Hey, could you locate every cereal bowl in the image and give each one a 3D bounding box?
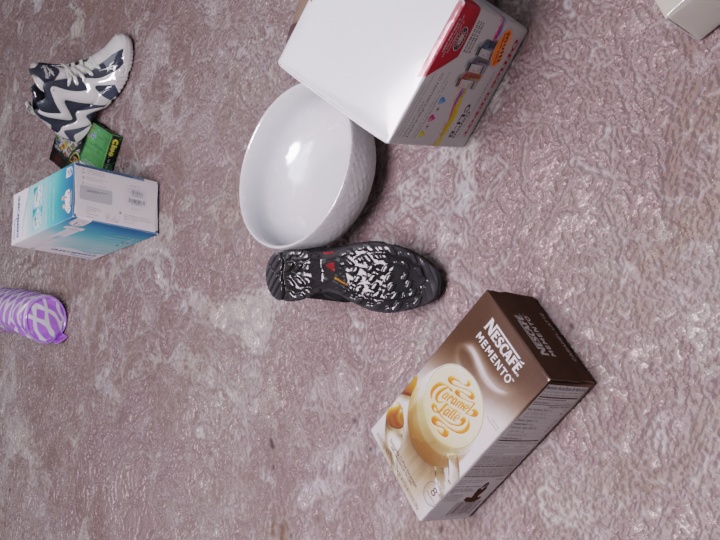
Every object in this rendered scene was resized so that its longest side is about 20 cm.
[{"bbox_3d":[-0.052,-0.114,1.144,0.198,0.082,0.204,-16,68,43],"label":"cereal bowl"}]

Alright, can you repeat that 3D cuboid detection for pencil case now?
[{"bbox_3d":[-0.576,0.078,1.667,0.198,0.083,0.087,5,121,48],"label":"pencil case"}]

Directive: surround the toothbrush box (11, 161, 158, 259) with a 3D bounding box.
[{"bbox_3d":[-0.419,-0.085,1.484,0.198,0.145,0.087,-17,70,44],"label":"toothbrush box"}]

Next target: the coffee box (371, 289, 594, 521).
[{"bbox_3d":[0.112,0.131,0.935,0.201,0.079,0.115,-53,50,25],"label":"coffee box"}]

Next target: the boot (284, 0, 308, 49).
[{"bbox_3d":[-0.047,-0.299,1.114,0.198,0.070,0.148,28,71,6],"label":"boot"}]

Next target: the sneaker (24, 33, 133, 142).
[{"bbox_3d":[-0.462,-0.313,1.567,0.199,0.129,0.080,-46,49,17],"label":"sneaker"}]

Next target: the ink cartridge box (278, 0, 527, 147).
[{"bbox_3d":[0.048,-0.220,0.959,0.144,0.199,0.147,36,110,18],"label":"ink cartridge box"}]

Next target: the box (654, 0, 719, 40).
[{"bbox_3d":[0.271,-0.309,0.858,0.082,0.068,0.203,-40,55,34],"label":"box"}]

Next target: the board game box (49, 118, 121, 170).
[{"bbox_3d":[-0.465,-0.204,1.642,0.199,0.023,0.106,33,104,45],"label":"board game box"}]

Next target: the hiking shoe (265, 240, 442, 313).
[{"bbox_3d":[0.000,0.000,1.077,0.196,0.100,0.077,5,99,18],"label":"hiking shoe"}]
